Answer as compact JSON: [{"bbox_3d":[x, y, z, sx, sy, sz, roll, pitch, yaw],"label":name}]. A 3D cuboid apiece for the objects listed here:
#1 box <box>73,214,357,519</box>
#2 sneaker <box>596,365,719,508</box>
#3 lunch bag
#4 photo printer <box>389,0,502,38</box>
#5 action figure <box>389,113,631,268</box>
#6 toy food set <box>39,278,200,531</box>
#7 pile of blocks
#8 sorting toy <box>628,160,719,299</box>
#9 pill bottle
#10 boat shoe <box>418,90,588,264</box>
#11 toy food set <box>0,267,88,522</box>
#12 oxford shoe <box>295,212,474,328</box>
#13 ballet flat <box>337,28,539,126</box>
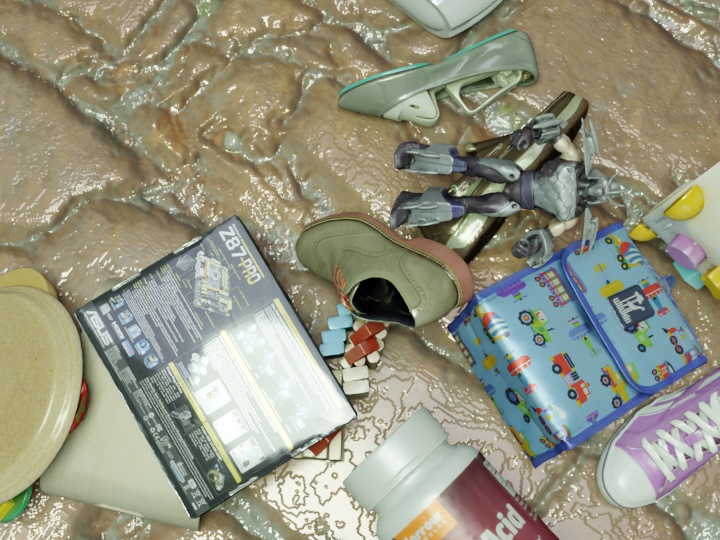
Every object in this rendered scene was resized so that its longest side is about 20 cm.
[{"bbox_3d":[-0.120,0.079,0.784,0.161,0.049,0.200,-32,84,-2],"label":"box"},{"bbox_3d":[0.293,0.130,0.799,0.200,0.114,0.073,-37,80,-8],"label":"sneaker"},{"bbox_3d":[0.206,0.057,0.841,0.199,0.094,0.151,-27,76,-20],"label":"lunch bag"},{"bbox_3d":[0.071,-0.339,0.935,0.200,0.069,0.166,40,79,9],"label":"photo printer"},{"bbox_3d":[0.128,-0.068,0.799,0.199,0.069,0.131,3,102,19],"label":"action figure"},{"bbox_3d":[-0.186,0.119,0.833,0.143,0.060,0.201,14,84,1],"label":"toy food set"},{"bbox_3d":[-0.017,0.079,0.835,0.082,0.062,0.201,25,77,6],"label":"pile of blocks"},{"bbox_3d":[0.336,-0.005,0.793,0.107,0.200,0.180,-36,83,-6],"label":"sorting toy"},{"bbox_3d":[0.086,0.219,0.774,0.114,0.114,0.200,-42,80,-10],"label":"pill bottle"},{"bbox_3d":[0.129,-0.101,0.876,0.075,0.075,0.202,39,79,15],"label":"boat shoe"},{"bbox_3d":[-0.315,0.107,0.806,0.200,0.049,0.198,41,92,31],"label":"toy food set"},{"bbox_3d":[0.000,0.000,0.802,0.075,0.200,0.071,-35,121,-32],"label":"oxford shoe"},{"bbox_3d":[0.079,-0.174,0.898,0.199,0.067,0.064,-20,85,-5],"label":"ballet flat"}]
